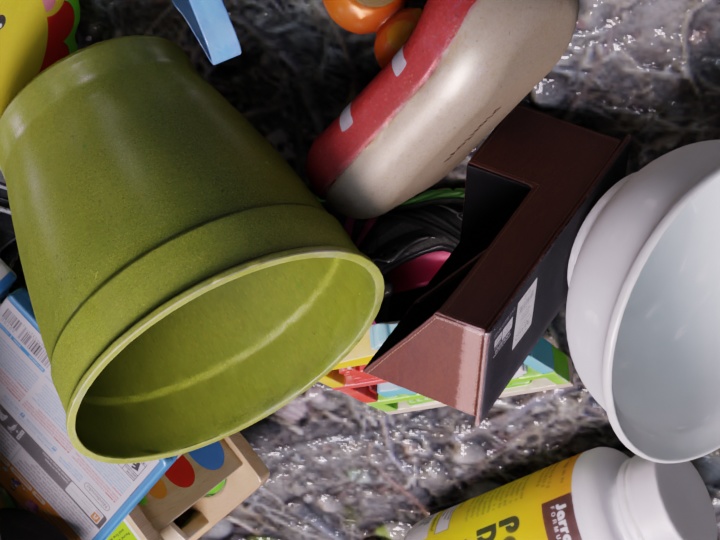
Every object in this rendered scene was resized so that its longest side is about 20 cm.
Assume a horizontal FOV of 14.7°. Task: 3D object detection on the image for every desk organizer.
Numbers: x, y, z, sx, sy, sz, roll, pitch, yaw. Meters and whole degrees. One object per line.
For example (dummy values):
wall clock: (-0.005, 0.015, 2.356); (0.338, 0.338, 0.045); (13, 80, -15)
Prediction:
desk organizer: (0.080, -0.009, 1.622); (0.077, 0.200, 0.072); (21, 134, 18)

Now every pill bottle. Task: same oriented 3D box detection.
pill bottle: (0.131, 0.185, 1.844); (0.199, 0.110, 0.109); (-26, 121, 28)

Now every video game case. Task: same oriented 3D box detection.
video game case: (-0.215, 0.124, 1.743); (0.143, 0.018, 0.200); (46, 124, 6)

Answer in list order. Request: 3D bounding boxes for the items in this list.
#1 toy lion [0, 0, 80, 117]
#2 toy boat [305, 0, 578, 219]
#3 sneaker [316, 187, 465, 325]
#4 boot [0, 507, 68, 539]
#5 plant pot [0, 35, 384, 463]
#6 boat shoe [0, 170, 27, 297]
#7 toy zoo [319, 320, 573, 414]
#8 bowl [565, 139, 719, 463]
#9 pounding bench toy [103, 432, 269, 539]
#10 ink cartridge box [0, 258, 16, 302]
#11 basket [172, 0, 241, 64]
toy lion: (-0.227, -0.156, 1.607); (0.068, 0.191, 0.201); (28, 100, 34)
toy boat: (0.029, -0.133, 1.604); (0.131, 0.130, 0.200); (50, 127, 7)
sneaker: (0.000, 0.000, 1.728); (0.199, 0.084, 0.077); (-12, 126, 20)
boot: (-0.243, 0.249, 1.757); (0.187, 0.068, 0.201); (8, 114, 28)
plant pot: (-0.118, -0.025, 1.619); (0.200, 0.193, 0.201); (-25, 156, -12)
boat shoe: (-0.225, -0.016, 1.769); (0.199, 0.068, 0.072); (18, 131, -3)
toy zoo: (0.044, 0.055, 1.732); (0.130, 0.021, 0.200); (-10, 165, 19)
bowl: (0.183, 0.003, 1.615); (0.090, 0.201, 0.202); (32, 145, 39)
pounding bench toy: (-0.138, 0.120, 1.802); (0.124, 0.156, 0.200); (51, 125, 3)
ink cartridge box: (-0.338, 0.045, 1.750); (0.145, 0.147, 0.200); (42, 140, 1)
basket: (-0.118, -0.218, 1.499); (0.138, 0.176, 0.201); (-21, 113, -7)
